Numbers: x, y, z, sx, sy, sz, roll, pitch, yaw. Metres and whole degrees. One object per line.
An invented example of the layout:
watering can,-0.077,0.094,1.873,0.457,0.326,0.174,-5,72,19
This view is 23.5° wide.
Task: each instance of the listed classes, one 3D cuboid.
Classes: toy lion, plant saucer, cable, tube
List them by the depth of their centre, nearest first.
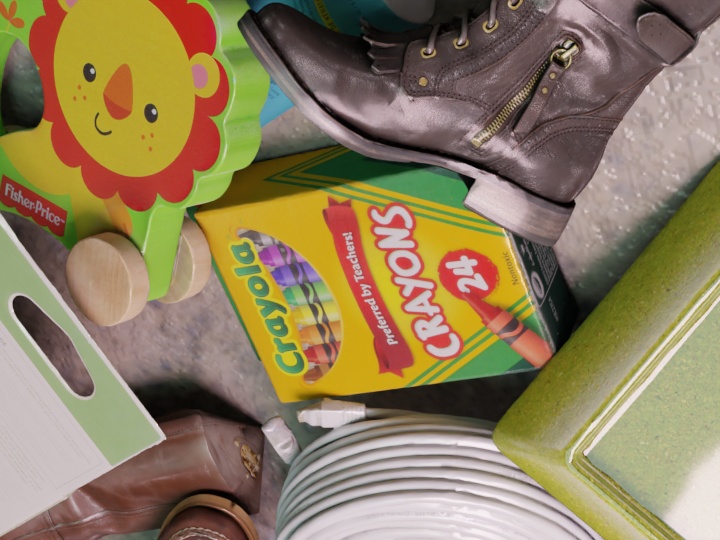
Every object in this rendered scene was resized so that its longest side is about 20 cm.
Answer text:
plant saucer,0.194,0.080,0.835,0.200,0.048,0.200,39,107,3
tube,-0.052,-0.106,0.870,0.199,0.050,0.078,-25,100,37
toy lion,-0.135,-0.086,0.881,0.199,0.068,0.193,27,117,30
cable,0.050,0.158,0.967,0.199,0.070,0.201,0,137,14

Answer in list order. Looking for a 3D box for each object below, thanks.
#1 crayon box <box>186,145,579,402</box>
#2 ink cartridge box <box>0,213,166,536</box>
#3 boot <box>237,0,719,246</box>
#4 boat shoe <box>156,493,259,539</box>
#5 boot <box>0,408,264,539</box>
crayon box,0.000,0.000,0.915,0.199,0.051,0.128,-10,119,28
ink cartridge box,-0.192,0.057,0.934,0.200,0.048,0.146,-31,98,39
boot,0.065,-0.121,0.770,0.199,0.069,0.175,27,109,-19
boat shoe,-0.105,0.225,1.034,0.070,0.070,0.201,16,125,5
boot,-0.136,0.159,1.074,0.199,0.065,0.187,-15,140,13
